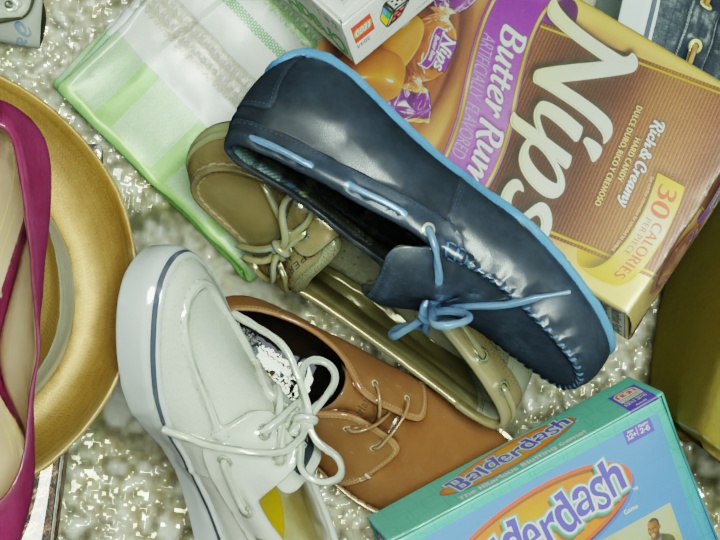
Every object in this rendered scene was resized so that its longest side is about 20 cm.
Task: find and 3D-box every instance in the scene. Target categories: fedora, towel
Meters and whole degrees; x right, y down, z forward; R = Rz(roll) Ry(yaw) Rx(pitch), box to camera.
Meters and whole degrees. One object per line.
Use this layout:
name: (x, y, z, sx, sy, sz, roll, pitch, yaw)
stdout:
fedora: (-0.187, -0.002, 0.698, 0.198, 0.082, 0.203, 1, 85, -8)
towel: (-0.038, -0.115, 0.857, 0.149, 0.031, 0.200, 43, 81, -2)

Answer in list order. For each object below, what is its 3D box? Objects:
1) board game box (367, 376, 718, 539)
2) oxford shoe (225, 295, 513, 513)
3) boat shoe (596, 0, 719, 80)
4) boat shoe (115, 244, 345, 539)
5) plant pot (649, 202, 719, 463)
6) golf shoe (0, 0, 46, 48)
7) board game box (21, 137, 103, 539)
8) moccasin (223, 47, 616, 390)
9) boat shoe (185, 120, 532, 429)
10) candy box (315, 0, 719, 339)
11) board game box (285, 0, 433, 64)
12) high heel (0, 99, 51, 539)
board game box: (0.111, 0.177, 0.820, 0.151, 0.045, 0.202, -25, 103, -10)
oxford shoe: (0.004, 0.076, 0.825, 0.198, 0.071, 0.072, 28, 80, -7)
boat shoe: (0.158, -0.076, 0.860, 0.090, 0.071, 0.203, 15, 83, -7)
boat shoe: (-0.044, 0.076, 0.760, 0.085, 0.075, 0.204, 5, 127, 26)
plant pot: (0.247, 0.025, 0.809, 0.195, 0.194, 0.201, 36, 90, -4)
golf shoe: (-0.200, -0.137, 0.815, 0.200, 0.078, 0.098, -40, 97, -9)
board game box: (-0.210, 0.036, 0.783, 0.157, 0.097, 0.203, 8, 84, -7)
moccasin: (0.021, -0.009, 0.750, 0.199, 0.081, 0.068, 39, 63, 4)
boat shoe: (-0.001, 0.002, 0.808, 0.200, 0.073, 0.064, 35, 50, -13)
candy box: (0.077, -0.072, 0.799, 0.199, 0.056, 0.117, 33, 83, 15)
board game box: (-0.018, -0.201, 0.815, 0.126, 0.035, 0.200, -39, 58, -9)
high heel: (-0.147, 0.039, 0.612, 0.067, 0.096, 0.203, 0, 90, -15)
